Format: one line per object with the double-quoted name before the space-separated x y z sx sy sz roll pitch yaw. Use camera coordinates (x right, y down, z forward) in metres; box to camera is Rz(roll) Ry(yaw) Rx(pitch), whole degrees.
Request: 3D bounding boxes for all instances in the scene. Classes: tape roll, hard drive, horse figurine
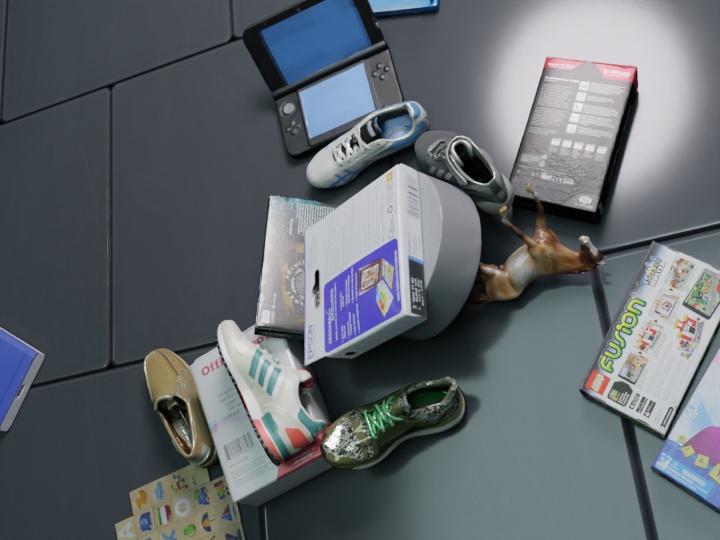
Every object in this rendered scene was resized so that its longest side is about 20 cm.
"tape roll" 0.066 -0.018 1.019 0.200 0.065 0.205 -35 47 49
"hard drive" -0.618 0.158 1.320 0.197 0.025 0.134 23 83 26
"horse figurine" 0.189 -0.013 1.009 0.199 0.133 0.050 -36 19 23

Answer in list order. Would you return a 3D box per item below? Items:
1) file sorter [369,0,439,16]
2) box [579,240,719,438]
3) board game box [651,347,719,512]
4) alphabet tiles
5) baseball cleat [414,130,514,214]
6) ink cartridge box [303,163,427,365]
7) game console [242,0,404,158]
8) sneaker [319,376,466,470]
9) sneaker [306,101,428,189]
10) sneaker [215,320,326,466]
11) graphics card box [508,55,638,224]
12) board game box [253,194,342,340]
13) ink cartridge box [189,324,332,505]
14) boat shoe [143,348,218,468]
"file sorter" 0.048 -0.508 1.209 0.136 0.123 0.205 1 73 21
"box" 0.352 0.079 0.949 0.109 0.035 0.203 27 85 27
"board game box" 0.453 0.184 0.871 0.198 0.041 0.202 30 86 27
"alphabet tiles" -0.252 0.367 1.117 0.197 0.006 0.169 -25 66 13
"baseball cleat" 0.126 -0.152 1.051 0.070 0.107 0.200 -46 47 -3
"ink cartridge box" 0.000 0.000 1.002 0.199 0.043 0.202 -29 53 43
"game console" -0.056 -0.293 1.185 0.196 0.118 0.174 -21 67 15
"sneaker" 0.039 0.174 0.987 0.196 0.089 0.078 -23 59 -10
"sneaker" 0.003 -0.184 1.153 0.197 0.072 0.073 -28 67 13
"sneaker" -0.111 0.139 1.015 0.092 0.071 0.202 -25 62 -10
"graphics card box" 0.276 -0.172 1.050 0.123 0.051 0.204 13 78 25
"board game box" -0.069 -0.003 1.095 0.132 0.028 0.204 8 62 -9
"ink cartridge box" -0.125 0.188 1.078 0.146 0.086 0.203 -28 64 9
"boat shoe" -0.262 0.184 1.138 0.072 0.076 0.200 -44 59 6
